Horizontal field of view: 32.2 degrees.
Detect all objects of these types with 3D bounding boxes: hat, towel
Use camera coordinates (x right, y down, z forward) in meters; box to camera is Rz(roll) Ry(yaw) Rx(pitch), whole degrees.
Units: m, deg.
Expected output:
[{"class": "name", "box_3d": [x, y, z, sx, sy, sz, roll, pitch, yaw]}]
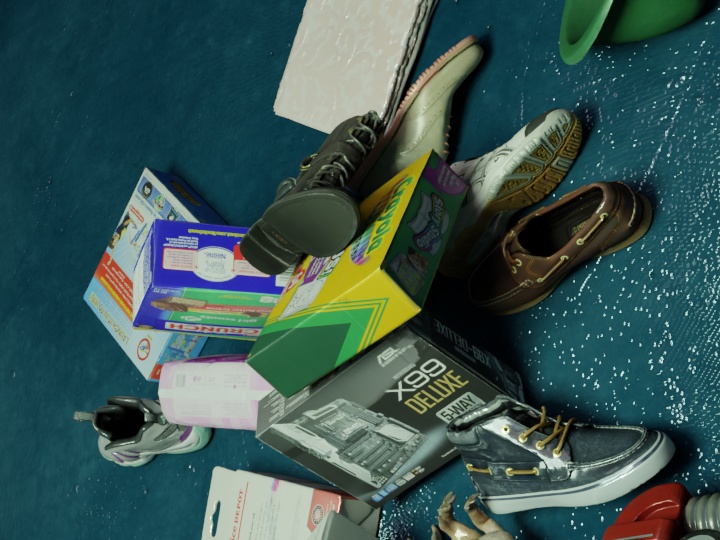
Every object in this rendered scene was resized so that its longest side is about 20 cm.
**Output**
[{"class": "hat", "box_3d": [0.289, -0.237, 1.093, 0.200, 0.176, 0.166, -123, 49, -82]}, {"class": "towel", "box_3d": [-0.008, -0.248, 1.386, 0.191, 0.032, 0.200, 26, 99, 45]}]

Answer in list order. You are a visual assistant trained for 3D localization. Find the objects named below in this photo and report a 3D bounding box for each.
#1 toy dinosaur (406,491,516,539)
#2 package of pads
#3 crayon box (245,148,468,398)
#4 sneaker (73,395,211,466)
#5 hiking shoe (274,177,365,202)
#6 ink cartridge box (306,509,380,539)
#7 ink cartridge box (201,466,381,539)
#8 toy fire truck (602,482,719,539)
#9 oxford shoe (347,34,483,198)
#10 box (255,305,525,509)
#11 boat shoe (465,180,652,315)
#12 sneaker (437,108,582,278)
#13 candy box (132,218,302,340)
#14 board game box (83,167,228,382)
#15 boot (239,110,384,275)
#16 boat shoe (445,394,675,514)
[{"class": "toy dinosaur", "box_3d": [0.113, 0.273, 1.103, 0.086, 0.136, 0.200, -47, 11, -24]}, {"class": "package of pads", "box_3d": [-0.106, 0.126, 1.311, 0.200, 0.120, 0.076, -5, 87, 44]}, {"class": "crayon box", "box_3d": [0.000, 0.000, 1.119, 0.173, 0.058, 0.200, -36, 18, 34]}, {"class": "sneaker", "box_3d": [-0.287, 0.184, 1.478, 0.200, 0.140, 0.078, -21, 65, 40]}, {"class": "hiking shoe", "box_3d": [0.005, -0.040, 1.288, 0.200, 0.087, 0.074, 43, 135, 19]}, {"class": "ink cartridge box", "box_3d": [-0.026, 0.348, 1.162, 0.200, 0.145, 0.083, -55, 6, 21]}, {"class": "ink cartridge box", "box_3d": [-0.078, 0.274, 1.297, 0.200, 0.067, 0.117, 5, 83, 44]}, {"class": "toy fire truck", "box_3d": [0.276, 0.175, 0.946, 0.176, 0.129, 0.200, -20, 27, 39]}, {"class": "oxford shoe", "box_3d": [0.070, -0.147, 1.272, 0.074, 0.071, 0.200, 39, 103, 6]}, {"class": "box", "box_3d": [0.026, 0.125, 1.155, 0.200, 0.158, 0.050, -38, 32, 28]}, {"class": "boat shoe", "box_3d": [0.164, -0.024, 1.128, 0.200, 0.070, 0.070, -37, 57, 35]}, {"class": "sneaker", "box_3d": [0.122, -0.088, 1.182, 0.200, 0.076, 0.088, -49, 48, 23]}, {"class": "candy box", "box_3d": [-0.147, 0.015, 1.308, 0.200, 0.169, 0.077, 137, 136, -69]}, {"class": "board game box", "box_3d": [-0.243, 0.005, 1.541, 0.200, 0.056, 0.196, 43, 111, 43]}, {"class": "boot", "box_3d": [-0.029, -0.089, 1.172, 0.200, 0.069, 0.174, -21, 30, 57]}, {"class": "boat shoe", "box_3d": [0.161, 0.148, 1.057, 0.200, 0.071, 0.091, -22, 105, 41]}]
